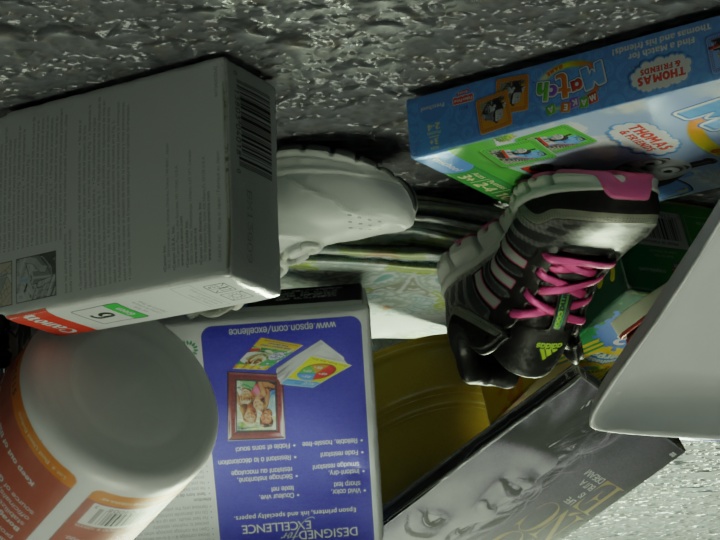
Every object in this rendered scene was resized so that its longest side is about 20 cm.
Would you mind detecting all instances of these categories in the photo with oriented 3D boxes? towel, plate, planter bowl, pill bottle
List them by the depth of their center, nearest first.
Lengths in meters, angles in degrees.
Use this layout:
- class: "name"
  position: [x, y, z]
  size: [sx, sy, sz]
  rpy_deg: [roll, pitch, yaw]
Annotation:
- class: "plate"
  position: [0.232, 0.007, 1.045]
  size: [0.199, 0.032, 0.200]
  rpy_deg: [7, 125, -33]
- class: "pill bottle"
  position: [-0.169, 0.114, 1.091]
  size: [0.112, 0.113, 0.200]
  rpy_deg: [9, 143, -33]
- class: "towel"
  position: [0.000, 0.000, 1.232]
  size: [0.170, 0.048, 0.200]
  rpy_deg: [3, 163, -10]
- class: "planter bowl"
  position: [0.038, 0.141, 1.315]
  size: [0.199, 0.084, 0.201]
  rpy_deg: [-17, 140, -14]

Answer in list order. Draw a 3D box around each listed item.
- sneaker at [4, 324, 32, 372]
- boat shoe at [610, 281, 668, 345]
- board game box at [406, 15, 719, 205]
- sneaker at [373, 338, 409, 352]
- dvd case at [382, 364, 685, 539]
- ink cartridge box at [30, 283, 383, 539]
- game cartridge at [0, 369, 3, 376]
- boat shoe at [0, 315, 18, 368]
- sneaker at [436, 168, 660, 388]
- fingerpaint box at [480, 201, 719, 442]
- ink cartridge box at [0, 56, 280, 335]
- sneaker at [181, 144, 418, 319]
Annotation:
- class: "sneaker"
  position: [-0.176, 0.035, 1.271]
  size: [0.088, 0.075, 0.200]
  rpy_deg: [6, 163, -20]
- class: "boat shoe"
  position: [0.237, 0.003, 1.117]
  size: [0.199, 0.063, 0.071]
  rpy_deg: [-32, 168, -3]
- class: "board game box"
  position: [0.147, -0.074, 1.010]
  size: [0.199, 0.037, 0.151]
  rpy_deg: [-14, 160, 31]
- class: "sneaker"
  position: [0.029, 0.078, 1.456]
  size: [0.199, 0.076, 0.115]
  rpy_deg: [2, 165, 2]
- class: "dvd case"
  position: [0.094, 0.145, 1.267]
  size: [0.200, 0.016, 0.149]
  rpy_deg: [-38, 142, 15]
- class: "ink cartridge box"
  position: [-0.087, 0.112, 1.192]
  size: [0.196, 0.201, 0.047]
  rpy_deg: [-4, -157, -2]
- class: "game cartridge"
  position: [-0.321, 0.094, 1.347]
  size: [0.199, 0.134, 0.041]
  rpy_deg: [-11, 161, 29]
- class: "boat shoe"
  position: [-0.226, -0.010, 1.138]
  size: [0.074, 0.093, 0.200]
  rpy_deg: [-2, -167, -18]
- class: "sneaker"
  position: [0.100, 0.009, 1.061]
  size: [0.073, 0.088, 0.200]
  rpy_deg: [6, 158, -23]
- class: "fingerpaint box"
  position: [0.197, 0.036, 1.254]
  size: [0.199, 0.074, 0.167]
  rpy_deg: [7, 145, -28]
- class: "ink cartridge box"
  position: [-0.136, -0.028, 0.996]
  size: [0.199, 0.110, 0.050]
  rpy_deg: [-11, 162, 28]
- class: "sneaker"
  position: [-0.066, -0.017, 1.088]
  size: [0.199, 0.088, 0.075]
  rpy_deg: [-6, 162, 8]
